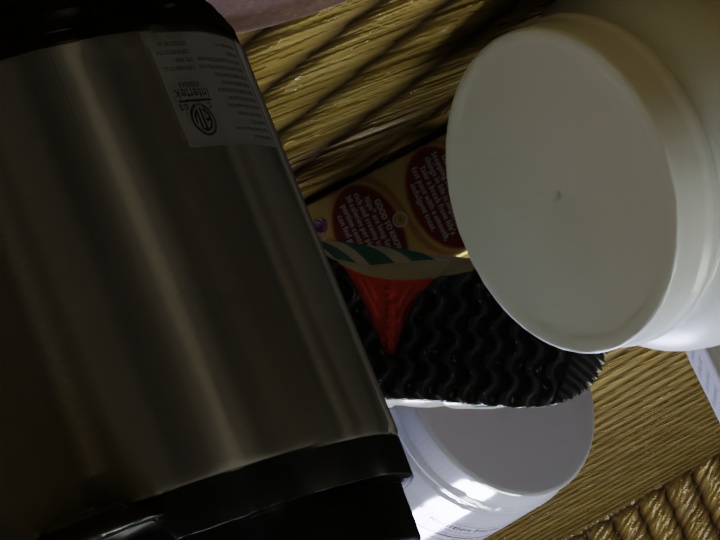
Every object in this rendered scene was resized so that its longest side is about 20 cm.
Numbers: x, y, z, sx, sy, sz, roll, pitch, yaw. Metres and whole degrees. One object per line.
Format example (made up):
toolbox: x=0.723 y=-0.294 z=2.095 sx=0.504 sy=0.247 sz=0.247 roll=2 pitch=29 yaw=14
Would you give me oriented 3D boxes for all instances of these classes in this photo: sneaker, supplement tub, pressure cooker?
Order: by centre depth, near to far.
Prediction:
pressure cooker: x=-0.081 y=0.045 z=0.754 sx=0.175 sy=0.201 sz=0.179 roll=-19 pitch=170 yaw=-24
supplement tub: x=0.146 y=-0.052 z=1.127 sx=0.200 sy=0.145 sz=0.145 roll=-17 pitch=167 yaw=-38
sneaker: x=-0.003 y=0.023 z=1.187 sx=0.199 sy=0.071 sz=0.093 roll=6 pitch=174 yaw=-2
supplement tub: x=0.022 y=0.102 z=1.639 sx=0.132 sy=0.132 sz=0.200 roll=-16 pitch=165 yaw=-41

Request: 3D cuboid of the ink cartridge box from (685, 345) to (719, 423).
ink cartridge box: x=0.189 y=0.012 z=1.393 sx=0.083 sy=0.201 sz=0.146 roll=-25 pitch=170 yaw=1

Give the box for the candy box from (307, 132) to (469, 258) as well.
candy box: x=0.000 y=0.000 z=1.294 sx=0.200 sy=0.057 sz=0.117 roll=-29 pitch=169 yaw=10

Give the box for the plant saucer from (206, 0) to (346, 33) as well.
plant saucer: x=-0.001 y=-0.112 z=0.791 sx=0.200 sy=0.037 sz=0.200 roll=-24 pitch=169 yaw=-5
